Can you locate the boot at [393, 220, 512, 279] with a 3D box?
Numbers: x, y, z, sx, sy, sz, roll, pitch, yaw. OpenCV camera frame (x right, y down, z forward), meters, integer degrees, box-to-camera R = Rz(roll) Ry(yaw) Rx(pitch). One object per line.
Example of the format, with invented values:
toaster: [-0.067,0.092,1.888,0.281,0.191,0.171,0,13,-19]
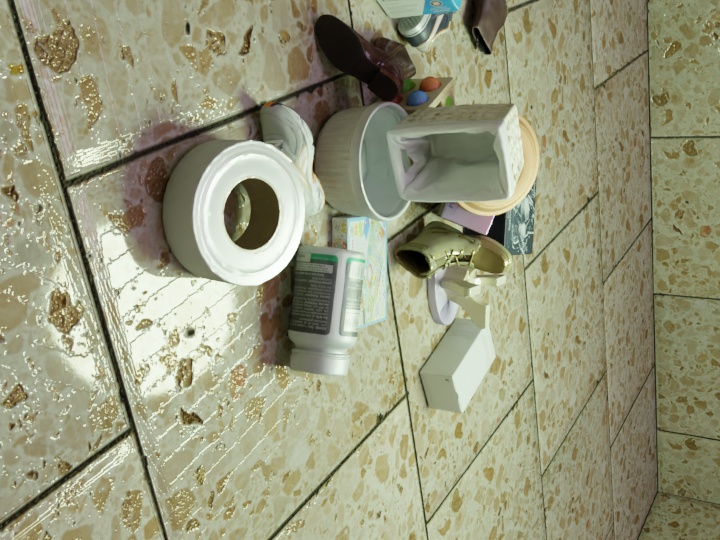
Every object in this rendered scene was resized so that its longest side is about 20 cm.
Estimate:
boot: [0.182,-0.024,1.647,0.155,0.200,0.073,-34,143,-50]

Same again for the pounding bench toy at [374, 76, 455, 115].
pounding bench toy: [0.125,-0.296,1.581,0.200,0.124,0.156,-52,135,-41]

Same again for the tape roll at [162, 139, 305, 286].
tape roll: [-0.170,-0.081,1.160,0.202,0.071,0.203,-10,103,-46]

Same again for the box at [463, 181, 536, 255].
box: [0.326,-0.137,1.943,0.182,0.104,0.200,-6,99,-59]

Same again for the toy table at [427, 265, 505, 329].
toy table: [0.222,0.023,1.789,0.184,0.117,0.200,-32,122,-52]

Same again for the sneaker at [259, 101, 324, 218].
sneaker: [-0.116,-0.153,1.270,0.092,0.076,0.200,-46,130,-39]

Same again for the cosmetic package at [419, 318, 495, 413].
cosmetic package: [0.216,0.205,1.835,0.200,0.085,0.108,-46,131,-44]

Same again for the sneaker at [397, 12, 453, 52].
sneaker: [0.141,-0.512,1.622,0.079,0.078,0.200,45,68,-45]

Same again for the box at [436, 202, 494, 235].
box: [0.232,-0.172,1.675,0.200,0.097,0.176,-54,166,-85]

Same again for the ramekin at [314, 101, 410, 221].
ramekin: [0.008,-0.185,1.429,0.200,0.105,0.200,-13,105,-56]

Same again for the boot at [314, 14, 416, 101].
boot: [0.016,-0.384,1.450,0.186,0.064,0.200,46,30,-12]

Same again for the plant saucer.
plant saucer: [0.243,-0.198,1.534,0.200,0.032,0.201,-6,105,-21]

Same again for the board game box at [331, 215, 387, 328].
board game box: [0.000,0.000,1.508,0.134,0.034,0.200,-12,104,-57]

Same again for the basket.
basket: [0.164,-0.201,1.400,0.123,0.200,0.136,-53,137,-49]

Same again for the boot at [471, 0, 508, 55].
boot: [0.275,-0.593,1.826,0.200,0.072,0.167,53,49,-52]

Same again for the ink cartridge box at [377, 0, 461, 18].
ink cartridge box: [0.085,-0.563,1.457,0.200,0.147,0.145,38,63,-54]

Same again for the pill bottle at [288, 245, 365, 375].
pill bottle: [-0.057,0.064,1.353,0.113,0.113,0.200,11,85,-58]
